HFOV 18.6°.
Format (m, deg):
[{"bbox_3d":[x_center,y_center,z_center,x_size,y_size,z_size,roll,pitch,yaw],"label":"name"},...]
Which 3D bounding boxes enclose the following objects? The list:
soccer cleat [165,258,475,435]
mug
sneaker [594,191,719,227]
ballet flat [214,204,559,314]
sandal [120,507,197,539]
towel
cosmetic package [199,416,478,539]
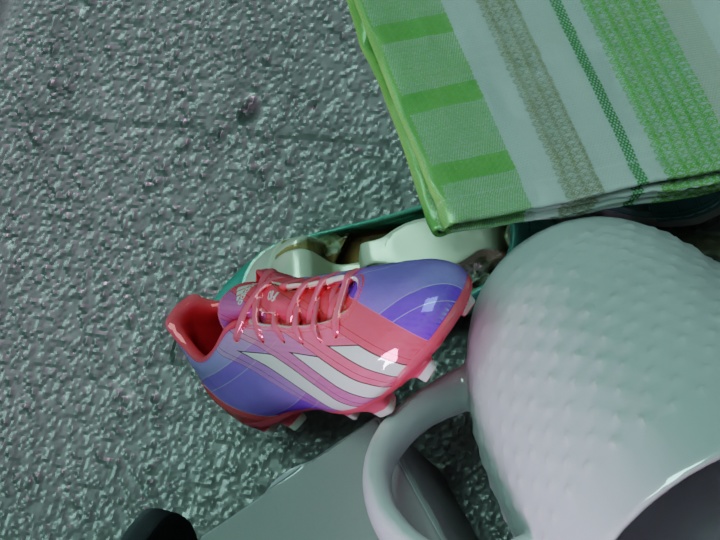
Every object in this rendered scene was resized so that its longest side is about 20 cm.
[{"bbox_3d":[-0.022,0.026,0.980,0.067,0.076,0.200,-56,16,-26],"label":"soccer cleat"},{"bbox_3d":[0.098,0.073,0.932,0.199,0.148,0.176,-20,44,-9],"label":"mug"},{"bbox_3d":[0.094,-0.087,1.056,0.199,0.080,0.072,30,78,32],"label":"sneaker"},{"bbox_3d":[0.000,0.000,1.066,0.199,0.070,0.068,-15,65,19],"label":"ballet flat"},{"bbox_3d":[-0.092,0.210,1.010,0.043,0.076,0.201,-4,67,23],"label":"sandal"},{"bbox_3d":[0.104,-0.089,1.007,0.199,0.031,0.150,-11,59,-17],"label":"towel"},{"bbox_3d":[0.022,0.178,0.969,0.107,0.090,0.201,-33,55,8],"label":"cosmetic package"}]
